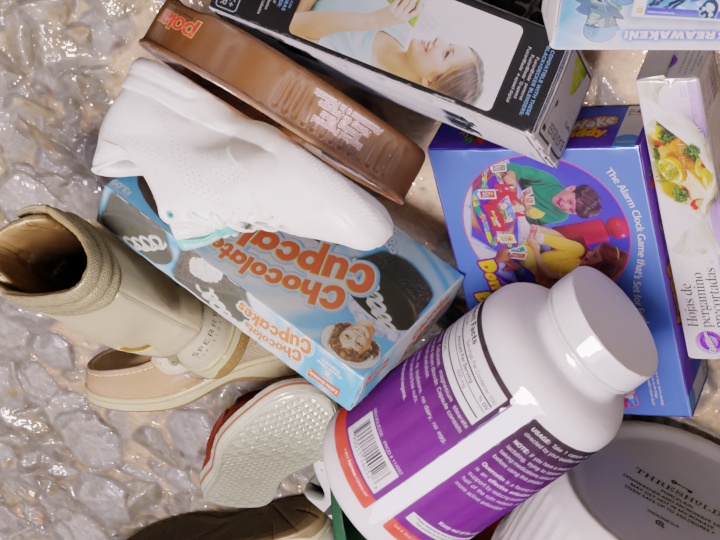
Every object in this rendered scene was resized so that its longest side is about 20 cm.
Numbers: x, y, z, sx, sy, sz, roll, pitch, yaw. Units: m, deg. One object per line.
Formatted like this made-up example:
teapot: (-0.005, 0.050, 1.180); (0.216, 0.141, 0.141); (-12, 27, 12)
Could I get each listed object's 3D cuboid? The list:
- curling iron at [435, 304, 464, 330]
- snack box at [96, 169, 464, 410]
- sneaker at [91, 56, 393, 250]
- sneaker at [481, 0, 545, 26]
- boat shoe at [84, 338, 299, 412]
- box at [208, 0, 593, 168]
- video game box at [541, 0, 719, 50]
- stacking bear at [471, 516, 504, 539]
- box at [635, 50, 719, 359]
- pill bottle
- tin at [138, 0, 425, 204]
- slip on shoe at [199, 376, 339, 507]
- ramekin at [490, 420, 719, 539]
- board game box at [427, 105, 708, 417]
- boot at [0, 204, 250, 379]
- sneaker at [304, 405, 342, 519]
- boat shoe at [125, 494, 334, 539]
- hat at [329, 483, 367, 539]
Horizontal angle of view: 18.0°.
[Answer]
curling iron: (0.000, 0.000, 1.459); (0.199, 0.026, 0.050); (29, 96, -6)
snack box: (-0.049, -0.014, 1.385); (0.200, 0.116, 0.037); (36, 139, 11)
sneaker: (-0.072, -0.045, 1.323); (0.199, 0.089, 0.075); (29, 178, 28)
sneaker: (0.085, -0.192, 1.241); (0.199, 0.080, 0.077); (24, 152, -18)
boat shoe: (-0.102, 0.042, 1.520); (0.199, 0.071, 0.065); (-14, 115, 21)
box: (0.026, -0.128, 1.277); (0.199, 0.117, 0.060); (23, 89, 14)
video game box: (0.201, -0.197, 1.154); (0.198, 0.047, 0.183); (0, 128, -6)
stacking bear: (0.121, 0.214, 1.525); (0.199, 0.122, 0.114); (28, 140, 13)
box: (0.199, -0.038, 1.332); (0.038, 0.042, 0.201); (1, 127, 25)
pill bottle: (0.079, 0.084, 1.360); (0.200, 0.113, 0.112); (-38, 106, 27)
tin: (-0.042, -0.099, 1.326); (0.200, 0.042, 0.112); (31, -177, -41)
slip on shoe: (-0.064, 0.105, 1.516); (0.074, 0.062, 0.200); (9, 157, -14)
ramekin: (0.184, 0.178, 1.411); (0.201, 0.203, 0.095); (23, 121, 6)
board game box: (0.129, -0.003, 1.388); (0.134, 0.045, 0.201); (1, 126, 24)
boot: (-0.182, 0.003, 1.444); (0.199, 0.073, 0.155); (23, 177, 45)
sneaker: (0.008, 0.112, 1.514); (0.088, 0.074, 0.201); (27, 135, 5)
boat shoe: (-0.102, 0.218, 1.649); (0.199, 0.074, 0.067); (-12, 115, 32)
hat: (0.076, 0.199, 1.456); (0.175, 0.166, 0.201); (-7, 127, 1)
